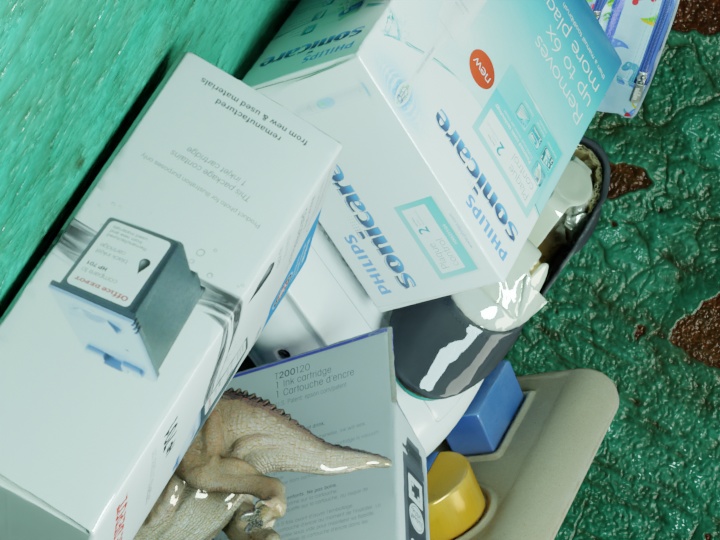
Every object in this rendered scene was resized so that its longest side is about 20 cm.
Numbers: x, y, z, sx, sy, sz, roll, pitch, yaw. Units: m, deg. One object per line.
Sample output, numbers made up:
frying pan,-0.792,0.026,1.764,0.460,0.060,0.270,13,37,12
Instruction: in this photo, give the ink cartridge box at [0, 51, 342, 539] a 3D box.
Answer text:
ink cartridge box,-0.098,0.029,1.045,0.200,0.086,0.147,-60,177,-21

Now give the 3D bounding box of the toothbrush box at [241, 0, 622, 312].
toothbrush box,0.040,-0.100,1.267,0.085,0.147,0.200,-14,-151,38

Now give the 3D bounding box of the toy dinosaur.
toy dinosaur,-0.093,0.099,1.149,0.199,0.136,0.086,-29,139,8

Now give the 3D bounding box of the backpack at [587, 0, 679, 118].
backpack,0.117,-0.198,1.493,0.200,0.146,0.184,103,-15,-45

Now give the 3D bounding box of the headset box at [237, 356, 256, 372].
headset box,-0.087,0.071,1.448,0.175,0.093,0.200,-61,176,-1

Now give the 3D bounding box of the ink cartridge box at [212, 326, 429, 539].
ink cartridge box,-0.062,0.140,1.192,0.043,0.197,0.201,54,26,-46

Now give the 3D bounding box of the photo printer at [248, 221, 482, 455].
photo printer,0.000,0.000,1.315,0.069,0.200,0.167,-11,-144,42

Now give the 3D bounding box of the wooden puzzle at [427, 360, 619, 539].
wooden puzzle,0.025,0.109,1.368,0.185,0.199,0.046,-55,133,-49

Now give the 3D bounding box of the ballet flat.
ballet flat,0.079,-0.010,1.298,0.200,0.073,0.073,-48,169,-43
